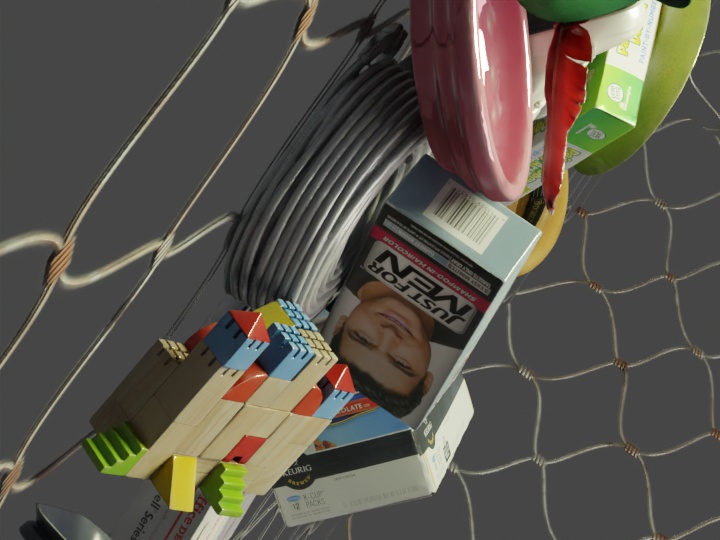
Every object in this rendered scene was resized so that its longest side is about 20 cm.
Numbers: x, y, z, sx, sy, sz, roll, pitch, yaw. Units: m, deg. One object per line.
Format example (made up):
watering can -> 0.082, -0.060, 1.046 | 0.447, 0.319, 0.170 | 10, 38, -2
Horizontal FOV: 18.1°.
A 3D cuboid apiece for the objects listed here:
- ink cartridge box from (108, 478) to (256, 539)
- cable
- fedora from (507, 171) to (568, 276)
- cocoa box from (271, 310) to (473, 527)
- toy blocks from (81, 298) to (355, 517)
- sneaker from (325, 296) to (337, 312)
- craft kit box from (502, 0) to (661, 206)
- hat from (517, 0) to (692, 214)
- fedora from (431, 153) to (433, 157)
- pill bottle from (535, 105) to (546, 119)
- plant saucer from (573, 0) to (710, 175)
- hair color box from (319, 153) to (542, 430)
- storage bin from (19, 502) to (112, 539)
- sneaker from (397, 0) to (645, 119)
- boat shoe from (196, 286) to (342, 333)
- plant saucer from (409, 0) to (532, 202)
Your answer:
ink cartridge box -> -0.134, 0.180, 1.812 | 0.117, 0.067, 0.200 | -59, 173, 15
cable -> -0.016, -0.051, 1.558 | 0.200, 0.069, 0.200 | -52, 172, -30
fedora -> 0.105, -0.090, 2.002 | 0.082, 0.201, 0.201 | -7, -150, 39
cocoa box -> 0.000, 0.104, 1.859 | 0.133, 0.132, 0.200 | -14, -168, 16
toy blocks -> -0.077, 0.078, 1.482 | 0.137, 0.100, 0.200 | -48, 149, 17
sneaker -> 0.000, 0.000, 1.754 | 0.087, 0.080, 0.200 | -65, -177, -26
craft kit box -> 0.176, -0.174, 1.881 | 0.200, 0.048, 0.198 | -33, -141, 56
hat -> 0.107, -0.182, 1.493 | 0.176, 0.166, 0.200 | -41, -151, -3
fedora -> 0.067, -0.094, 1.820 | 0.200, 0.090, 0.177 | -54, 172, -16
pill bottle -> 0.154, -0.221, 1.748 | 0.200, 0.111, 0.111 | -52, 172, -25
plant saucer -> 0.218, -0.176, 1.880 | 0.200, 0.031, 0.200 | -51, -155, 34
hair color box -> 0.042, 0.019, 1.594 | 0.061, 0.099, 0.200 | -51, 172, -37
storage bin -> -0.200, 0.256, 1.512 | 0.134, 0.146, 0.200 | -45, 172, -3
sneaker -> 0.125, -0.142, 1.633 | 0.200, 0.085, 0.073 | -16, -159, 30
boat shoe -> -0.073, 0.050, 1.637 | 0.200, 0.068, 0.072 | -50, 171, -39
plant saucer -> 0.073, -0.144, 1.491 | 0.200, 0.051, 0.201 | -4, 90, -75
